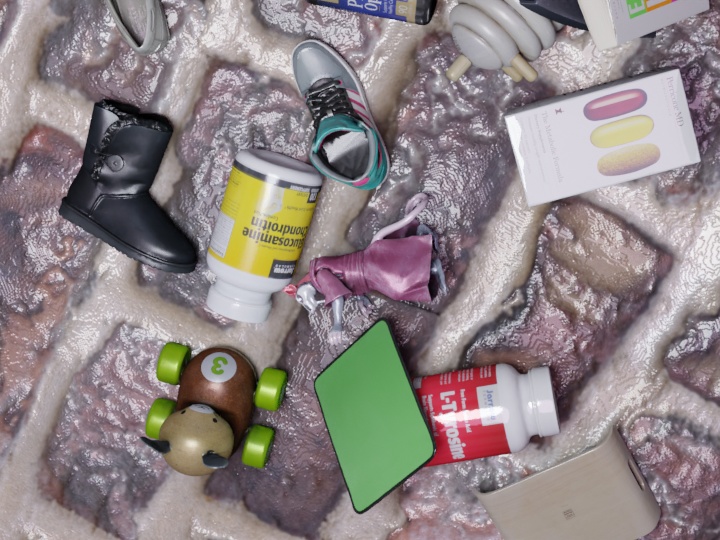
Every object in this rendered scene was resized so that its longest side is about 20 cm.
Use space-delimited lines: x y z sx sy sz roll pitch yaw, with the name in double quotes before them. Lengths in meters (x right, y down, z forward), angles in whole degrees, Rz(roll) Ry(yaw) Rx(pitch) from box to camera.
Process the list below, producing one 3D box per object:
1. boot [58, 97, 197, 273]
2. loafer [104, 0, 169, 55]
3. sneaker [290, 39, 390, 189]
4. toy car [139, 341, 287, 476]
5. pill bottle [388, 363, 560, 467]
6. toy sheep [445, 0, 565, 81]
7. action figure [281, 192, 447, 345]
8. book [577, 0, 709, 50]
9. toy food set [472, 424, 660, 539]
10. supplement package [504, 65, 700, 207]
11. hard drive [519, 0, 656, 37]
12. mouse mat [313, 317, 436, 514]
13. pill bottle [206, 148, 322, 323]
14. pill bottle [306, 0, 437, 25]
"boot" -0.271 -0.107 1.469 0.200 0.076 0.168 28 108 8
"loafer" -0.288 -0.361 1.424 0.070 0.070 0.200 -20 98 12
"sneaker" -0.033 -0.183 1.397 0.084 0.121 0.200 -28 96 13
"toy car" -0.199 0.191 1.456 0.164 0.200 0.158 14 103 5
"pill bottle" 0.142 0.177 1.450 0.200 0.112 0.112 -11 100 10
"toy sheep" 0.172 -0.293 1.343 0.138 0.138 0.200 40 85 -1
"action figure" 0.000 0.000 1.420 0.200 0.134 0.149 -9 103 3
"book" 0.308 -0.329 1.291 0.048 0.200 0.134 -8 105 48
"toy food set" 0.263 0.295 1.491 0.200 0.060 0.144 -27 108 14
"supplement package" 0.279 -0.159 1.362 0.200 0.110 0.114 -15 99 11
"hard drive" 0.251 -0.331 1.297 0.042 0.200 0.135 -8 81 51
"mouse mat" 0.014 0.178 1.439 0.161 0.008 0.200 -44 53 34
"pill bottle" -0.125 -0.042 1.443 0.112 0.112 0.200 19 104 4
"pill bottle" -0.006 -0.358 1.363 0.200 0.112 0.112 11 103 6
